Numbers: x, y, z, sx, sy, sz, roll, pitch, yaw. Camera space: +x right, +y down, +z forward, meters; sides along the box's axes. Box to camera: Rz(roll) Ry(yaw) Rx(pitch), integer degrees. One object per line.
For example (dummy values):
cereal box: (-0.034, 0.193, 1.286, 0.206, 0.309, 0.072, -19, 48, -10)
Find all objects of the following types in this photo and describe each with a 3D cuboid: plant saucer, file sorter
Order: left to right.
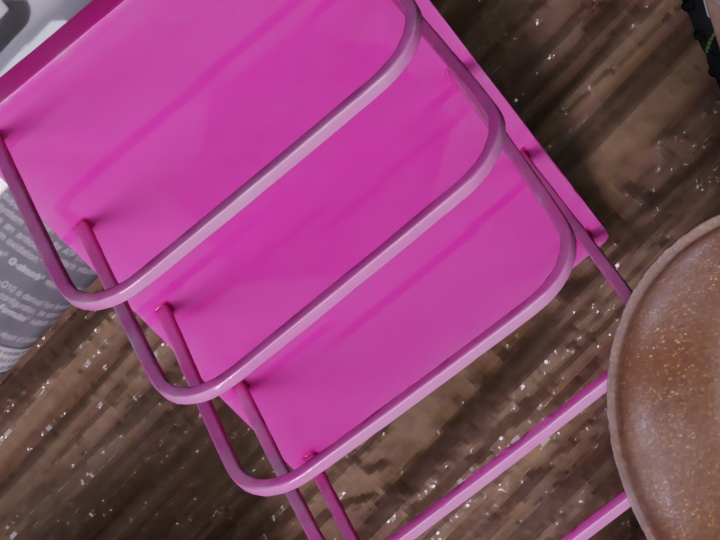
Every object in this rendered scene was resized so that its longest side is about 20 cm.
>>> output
file sorter: (0.000, 0.000, 0.776, 0.139, 0.126, 0.200, -38, 129, 4)
plant saucer: (0.165, 0.058, 0.714, 0.200, 0.037, 0.201, 22, 132, 27)

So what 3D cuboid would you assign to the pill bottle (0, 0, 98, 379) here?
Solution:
pill bottle: (-0.112, -0.056, 0.842, 0.116, 0.116, 0.200, 45, 99, 0)

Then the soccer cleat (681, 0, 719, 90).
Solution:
soccer cleat: (0.127, -0.113, 0.839, 0.081, 0.067, 0.201, 0, 95, 25)

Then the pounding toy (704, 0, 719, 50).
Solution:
pounding toy: (0.180, -0.096, 0.711, 0.200, 0.142, 0.184, 40, 86, 22)
